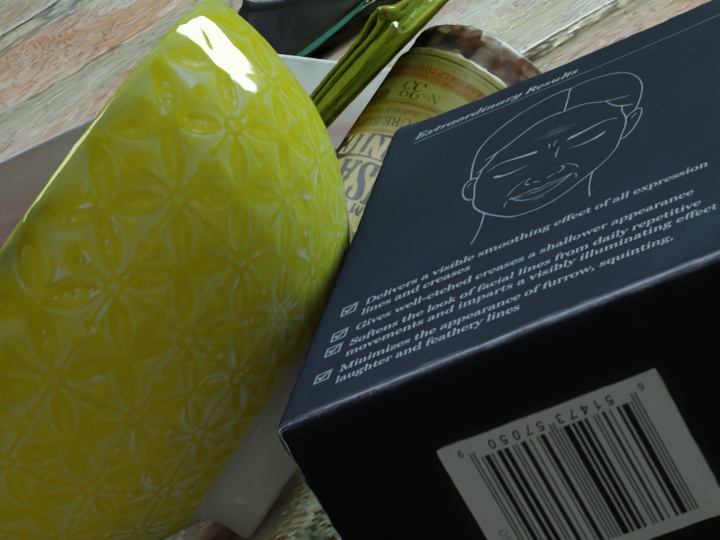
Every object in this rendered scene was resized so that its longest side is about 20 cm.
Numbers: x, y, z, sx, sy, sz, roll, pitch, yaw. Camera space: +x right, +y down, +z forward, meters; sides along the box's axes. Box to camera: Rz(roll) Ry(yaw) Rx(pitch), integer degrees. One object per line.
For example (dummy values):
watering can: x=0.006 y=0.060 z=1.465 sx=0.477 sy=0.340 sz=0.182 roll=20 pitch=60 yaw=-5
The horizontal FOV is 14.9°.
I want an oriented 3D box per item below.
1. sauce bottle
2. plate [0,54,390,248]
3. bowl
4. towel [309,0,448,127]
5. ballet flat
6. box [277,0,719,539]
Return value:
sauce bottle: x=0.000 y=0.000 z=1.007 sx=0.066 sy=0.066 sz=0.200 roll=-3 pitch=48 yaw=52
plate: x=-0.087 y=-0.041 z=1.221 sx=0.200 sy=0.032 sz=0.200 roll=-24 pitch=-9 yaw=22
bowl: x=-0.058 y=0.024 z=0.884 sx=0.200 sy=0.108 sz=0.200 roll=-56 pitch=-2 yaw=-3
towel: x=-0.018 y=-0.063 z=1.074 sx=0.200 sy=0.018 sz=0.086 roll=-43 pitch=3 yaw=47
ballet flat: x=-0.004 y=-0.173 z=1.471 sx=0.200 sy=0.068 sz=0.068 roll=-32 pitch=21 yaw=-5
box: x=0.080 y=0.015 z=0.832 sx=0.148 sy=0.107 sz=0.200 roll=-22 pitch=22 yaw=22
